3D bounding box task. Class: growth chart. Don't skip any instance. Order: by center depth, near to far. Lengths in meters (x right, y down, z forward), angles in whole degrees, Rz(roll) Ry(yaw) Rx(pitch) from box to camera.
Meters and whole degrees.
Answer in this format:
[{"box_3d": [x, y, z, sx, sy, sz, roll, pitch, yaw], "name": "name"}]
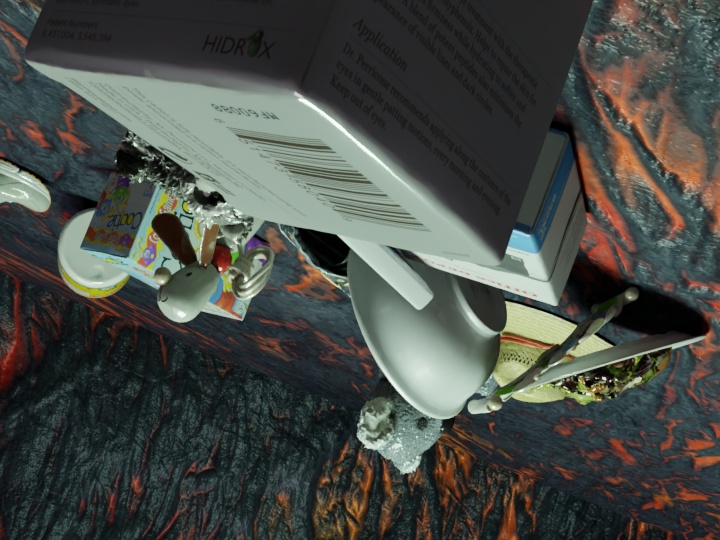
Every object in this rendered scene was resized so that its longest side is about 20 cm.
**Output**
[{"box_3d": [0.184, 0.080, 1.371, 0.018, 0.199, 0.145, 53, 163, 3], "name": "growth chart"}]

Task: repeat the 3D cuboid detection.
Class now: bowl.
[{"box_3d": [0.081, 0.034, 1.394, 0.090, 0.203, 0.200, -27, 142, 27], "name": "bowl"}]

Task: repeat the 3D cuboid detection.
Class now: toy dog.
[{"box_3d": [-0.131, -0.060, 1.311, 0.131, 0.201, 0.096, -22, 124, 37], "name": "toy dog"}]

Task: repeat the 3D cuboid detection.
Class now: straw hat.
[{"box_3d": [0.204, 0.110, 1.669, 0.199, 0.086, 0.201, 20, 169, 4], "name": "straw hat"}]

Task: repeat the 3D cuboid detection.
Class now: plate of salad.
[{"box_3d": [0.250, 0.102, 1.424, 0.197, 0.049, 0.200, -15, 173, -2], "name": "plate of salad"}]

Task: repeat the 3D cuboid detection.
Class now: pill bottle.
[{"box_3d": [-0.380, -0.020, 2.066, 0.112, 0.114, 0.200, 23, 168, -9], "name": "pill bottle"}]

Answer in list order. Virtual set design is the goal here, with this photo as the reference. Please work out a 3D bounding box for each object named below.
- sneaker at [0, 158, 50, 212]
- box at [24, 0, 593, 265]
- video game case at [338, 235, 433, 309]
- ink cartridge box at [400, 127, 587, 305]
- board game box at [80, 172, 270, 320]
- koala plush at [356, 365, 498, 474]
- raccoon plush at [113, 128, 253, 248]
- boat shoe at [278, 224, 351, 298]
[{"box_3d": [-0.518, -0.113, 1.941, 0.198, 0.093, 0.075, 27, 168, -26], "name": "sneaker"}, {"box_3d": [-0.020, -0.130, 0.739, 0.198, 0.173, 0.199, 13, 166, 37], "name": "box"}, {"box_3d": [-0.034, -0.068, 1.199, 0.183, 0.023, 0.200, 50, -176, 39], "name": "video game case"}, {"box_3d": [0.091, -0.054, 1.114, 0.143, 0.085, 0.200, 18, 169, 17], "name": "ink cartridge box"}, {"box_3d": [-0.224, -0.029, 1.763, 0.104, 0.104, 0.199, 10, 165, 44], "name": "board game box"}, {"box_3d": [0.067, 0.152, 1.824, 0.182, 0.202, 0.177, 16, 168, 25], "name": "koala plush"}, {"box_3d": [-0.118, -0.100, 1.225, 0.133, 0.097, 0.200, 37, -159, -1], "name": "raccoon plush"}, {"box_3d": [0.000, 0.000, 1.457, 0.199, 0.071, 0.091, 36, -174, -16], "name": "boat shoe"}]
